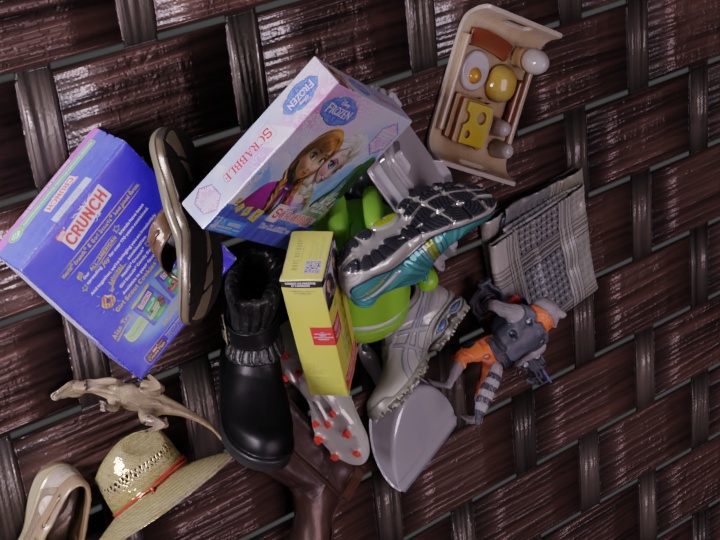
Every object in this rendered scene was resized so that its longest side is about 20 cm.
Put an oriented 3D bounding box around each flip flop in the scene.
[{"bbox_3d":[-0.188,-0.044,1.471,0.081,0.057,0.202,-30,109,-66],"label":"flip flop"}]

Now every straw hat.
[{"bbox_3d":[-0.239,0.222,1.580,0.201,0.201,0.085,-36,92,-24],"label":"straw hat"}]

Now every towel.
[{"bbox_3d":[0.244,-0.017,1.947,0.192,0.034,0.201,-29,121,-28],"label":"towel"}]

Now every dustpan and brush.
[{"bbox_3d":[0.044,0.165,1.844,0.140,0.057,0.201,-48,137,-30],"label":"dustpan and brush"}]

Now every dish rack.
[{"bbox_3d":[0.060,-0.114,1.678,0.043,0.172,0.200,-25,129,18],"label":"dish rack"}]

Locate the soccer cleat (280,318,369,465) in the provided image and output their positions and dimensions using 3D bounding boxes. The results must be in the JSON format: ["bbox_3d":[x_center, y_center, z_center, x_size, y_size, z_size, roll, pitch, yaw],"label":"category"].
[{"bbox_3d":[-0.039,0.143,1.728,0.201,0.069,0.078,58,42,-20],"label":"soccer cleat"}]

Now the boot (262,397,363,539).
[{"bbox_3d":[-0.096,0.262,1.747,0.200,0.064,0.187,46,62,-43],"label":"boot"}]

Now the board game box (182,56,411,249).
[{"bbox_3d":[-0.060,-0.113,1.492,0.200,0.041,0.200,-47,160,13],"label":"board game box"}]

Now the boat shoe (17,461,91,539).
[{"bbox_3d":[-0.336,0.311,1.568,0.071,0.064,0.202,3,103,-40],"label":"boat shoe"}]

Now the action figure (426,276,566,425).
[{"bbox_3d":[0.197,0.118,1.882,0.194,0.104,0.200,-48,123,-5],"label":"action figure"}]

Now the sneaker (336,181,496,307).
[{"bbox_3d":[0.061,-0.031,1.592,0.199,0.078,0.080,-30,136,-13],"label":"sneaker"}]

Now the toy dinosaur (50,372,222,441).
[{"bbox_3d":[-0.226,0.138,1.542,0.198,0.101,0.059,17,86,-11],"label":"toy dinosaur"}]

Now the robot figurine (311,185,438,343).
[{"bbox_3d":[0.000,0.000,1.684,0.174,0.116,0.201,-6,133,-3],"label":"robot figurine"}]

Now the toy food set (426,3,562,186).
[{"bbox_3d":[0.171,-0.215,1.798,0.143,0.060,0.202,11,98,-41],"label":"toy food set"}]

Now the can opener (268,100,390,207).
[{"bbox_3d":[-0.029,-0.132,1.666,0.199,0.066,0.053,29,83,-36],"label":"can opener"}]

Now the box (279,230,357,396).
[{"bbox_3d":[-0.044,0.050,1.600,0.201,0.050,0.076,80,16,-46],"label":"box"}]

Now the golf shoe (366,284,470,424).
[{"bbox_3d":[0.047,0.094,1.790,0.097,0.078,0.200,35,62,1],"label":"golf shoe"}]

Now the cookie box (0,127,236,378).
[{"bbox_3d":[-0.252,-0.017,1.512,0.172,0.075,0.200,-52,131,-14],"label":"cookie box"}]

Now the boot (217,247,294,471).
[{"bbox_3d":[-0.111,0.094,1.569,0.079,0.212,0.159,-1,132,-19],"label":"boot"}]
